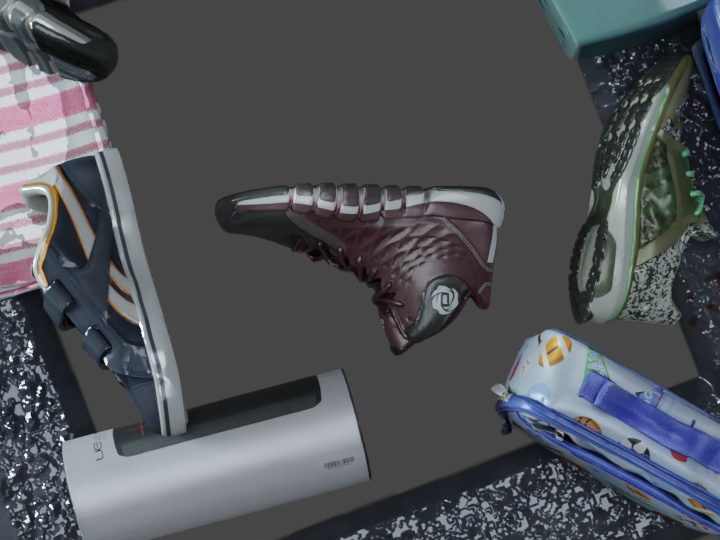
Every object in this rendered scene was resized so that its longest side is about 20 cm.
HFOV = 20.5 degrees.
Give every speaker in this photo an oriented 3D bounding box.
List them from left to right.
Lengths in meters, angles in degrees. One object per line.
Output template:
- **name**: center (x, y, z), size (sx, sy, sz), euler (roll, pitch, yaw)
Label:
- **speaker**: center (-0.098, 0.129, 1.337), size (0.199, 0.081, 0.082), euler (-14, 87, -3)

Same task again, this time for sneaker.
- **sneaker**: center (-0.234, -0.213, 1.343), size (0.199, 0.075, 0.116), euler (25, 72, 10)
- **sneaker**: center (-0.171, 0.022, 1.313), size (0.079, 0.078, 0.201), euler (-15, 72, -9)
- **sneaker**: center (0.000, 0.000, 1.354), size (0.199, 0.076, 0.116), euler (0, 89, -3)
- **sneaker**: center (0.208, -0.050, 1.377), size (0.088, 0.077, 0.201), euler (16, 91, -15)

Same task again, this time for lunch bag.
- **lunch bag**: center (0.181, 0.108, 1.311), size (0.199, 0.160, 0.076), euler (28, 85, -2)

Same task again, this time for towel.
- **towel**: center (-0.246, -0.085, 1.368), size (0.146, 0.030, 0.201), euler (-16, 87, -5)

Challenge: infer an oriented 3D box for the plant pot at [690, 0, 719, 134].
- **plant pot**: center (0.337, -0.111, 1.322), size (0.199, 0.180, 0.201), euler (-21, 89, -3)

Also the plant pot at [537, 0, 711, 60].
- **plant pot**: center (0.210, -0.233, 1.352), size (0.199, 0.141, 0.142), euler (-28, 88, 3)
